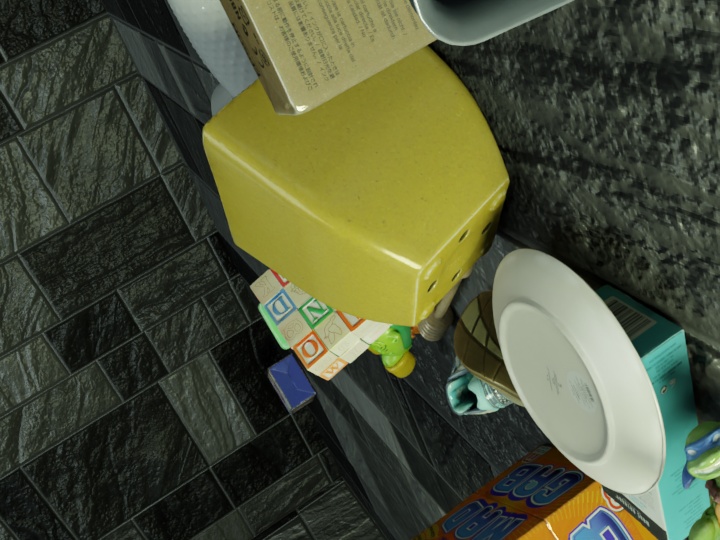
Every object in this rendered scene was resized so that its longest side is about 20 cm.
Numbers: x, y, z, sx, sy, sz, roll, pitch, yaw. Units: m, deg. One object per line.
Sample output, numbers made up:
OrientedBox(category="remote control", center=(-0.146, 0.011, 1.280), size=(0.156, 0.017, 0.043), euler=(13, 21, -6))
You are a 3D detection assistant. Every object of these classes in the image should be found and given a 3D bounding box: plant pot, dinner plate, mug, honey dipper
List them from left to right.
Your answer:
OrientedBox(category="mug", center=(-0.074, -0.241, 0.798), size=(0.198, 0.149, 0.176), euler=(8, 142, 33))
OrientedBox(category="plant pot", center=(0.014, -0.071, 0.717), size=(0.199, 0.196, 0.195), euler=(39, 161, 17))
OrientedBox(category="honey dipper", center=(0.098, 0.033, 0.941), size=(0.038, 0.038, 0.200), euler=(55, 164, 15))
OrientedBox(category="dinner plate", center=(0.152, 0.080, 0.629), size=(0.201, 0.024, 0.201), euler=(55, 160, 30))

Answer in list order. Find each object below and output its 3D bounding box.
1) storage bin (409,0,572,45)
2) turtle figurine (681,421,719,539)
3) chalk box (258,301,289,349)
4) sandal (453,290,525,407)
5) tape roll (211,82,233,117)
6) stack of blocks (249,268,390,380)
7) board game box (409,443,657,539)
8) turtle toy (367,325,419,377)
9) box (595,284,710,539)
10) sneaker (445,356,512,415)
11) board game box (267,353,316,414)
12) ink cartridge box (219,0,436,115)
OrientedBox(category="storage bin", center=(0.033, -0.232, 0.408), size=(0.135, 0.144, 0.202), euler=(-122, 9, -55))
OrientedBox(category="turtle figurine", center=(0.250, 0.183, 0.461), size=(0.195, 0.143, 0.200), euler=(54, 170, 7))
OrientedBox(category="chalk box", center=(-0.021, 0.013, 0.973), size=(0.125, 0.198, 0.124), euler=(58, 167, 3))
OrientedBox(category="sandal", center=(0.158, 0.089, 0.780), size=(0.054, 0.081, 0.200), euler=(44, 176, -41))
OrientedBox(category="tape roll", center=(-0.078, -0.146, 0.931), size=(0.202, 0.037, 0.204), euler=(37, -148, -27))
OrientedBox(category="stack of blocks", center=(0.000, 0.000, 0.851), size=(0.115, 0.200, 0.059), euler=(50, -176, 26))
OrientedBox(category="board game box", center=(0.196, 0.320, 0.833), size=(0.202, 0.198, 0.200), euler=(59, 167, 1))
OrientedBox(category="turtle toy", center=(0.014, 0.047, 1.130), size=(0.145, 0.101, 0.200), euler=(40, -179, -30))
OrientedBox(category="box", center=(0.215, 0.116, 0.643), size=(0.082, 0.049, 0.202), euler=(41, 157, 55))
OrientedBox(category="sneaker", center=(0.123, 0.117, 0.910), size=(0.078, 0.086, 0.200), euler=(59, 167, 4))
OrientedBox(category="board game box", center=(-0.233, 0.385, 2.807), size=(0.161, 0.096, 0.200), euler=(57, 167, 8))
OrientedBox(category="ink cartridge box", center=(-0.024, -0.227, 0.539), size=(0.202, 0.163, 0.075), euler=(64, 168, -16))
